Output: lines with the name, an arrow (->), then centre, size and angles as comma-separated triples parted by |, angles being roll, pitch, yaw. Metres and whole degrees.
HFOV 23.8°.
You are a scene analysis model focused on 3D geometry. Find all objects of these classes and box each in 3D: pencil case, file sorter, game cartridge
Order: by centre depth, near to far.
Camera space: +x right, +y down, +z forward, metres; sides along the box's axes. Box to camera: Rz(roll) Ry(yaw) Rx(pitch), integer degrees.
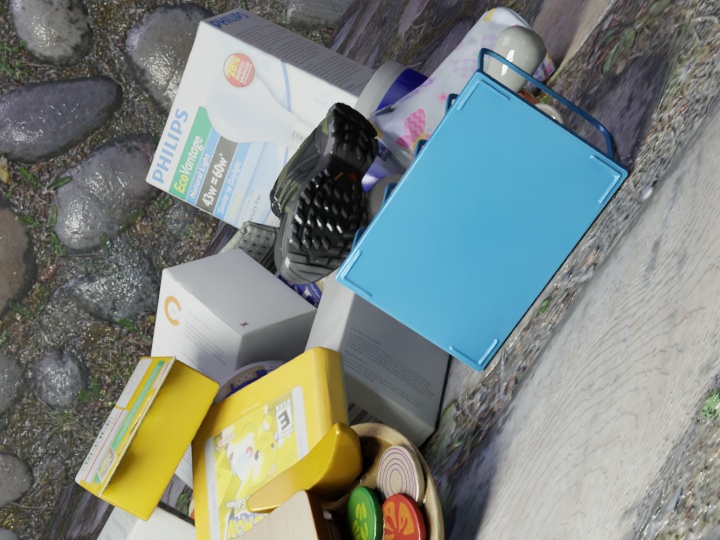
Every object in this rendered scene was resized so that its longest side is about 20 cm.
game cartridge -> -0.072, 0.183, 1.342 | 0.176, 0.032, 0.202 | -32, 52, 40
file sorter -> 0.095, -0.055, 1.353 | 0.201, 0.138, 0.123 | -55, 9, 21
pencil case -> 0.093, -0.164, 1.650 | 0.200, 0.091, 0.083 | -41, -26, -7

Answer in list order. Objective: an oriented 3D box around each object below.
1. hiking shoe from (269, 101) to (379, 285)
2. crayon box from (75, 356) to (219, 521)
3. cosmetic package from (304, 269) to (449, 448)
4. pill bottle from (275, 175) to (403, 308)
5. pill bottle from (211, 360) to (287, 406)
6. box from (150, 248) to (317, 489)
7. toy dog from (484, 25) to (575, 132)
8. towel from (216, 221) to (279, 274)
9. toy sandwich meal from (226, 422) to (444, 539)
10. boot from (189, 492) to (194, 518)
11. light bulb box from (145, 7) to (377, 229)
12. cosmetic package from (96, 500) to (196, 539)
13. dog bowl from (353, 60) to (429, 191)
hiking shoe -> -0.042, -0.054, 1.539 | 0.101, 0.075, 0.201 | -39, 24, 45
crayon box -> -0.178, 0.138, 1.420 | 0.126, 0.051, 0.200 | -62, 11, -10
cosmetic package -> 0.015, 0.068, 1.459 | 0.085, 0.107, 0.201 | -49, 14, 34
pill bottle -> 0.000, 0.000, 1.633 | 0.200, 0.119, 0.120 | -47, 16, 46
pill bottle -> -0.064, 0.172, 1.477 | 0.120, 0.119, 0.200 | -57, 24, 11
box -> -0.129, 0.102, 1.636 | 0.097, 0.124, 0.201 | -17, -49, -40
toy dog -> 0.126, -0.117, 1.502 | 0.096, 0.133, 0.200 | -13, -24, -46
towel -> -0.083, 0.028, 1.804 | 0.200, 0.191, 0.035 | -50, 38, 39
toy sandwich meal -> -0.024, 0.199, 1.198 | 0.204, 0.070, 0.207 | -24, 58, 46
boot -> -0.120, 0.233, 1.755 | 0.201, 0.075, 0.108 | -58, 17, 35
light bulb box -> -0.100, -0.154, 1.870 | 0.200, 0.199, 0.125 | -68, -11, 20
cosmetic package -> -0.173, 0.319, 1.482 | 0.201, 0.164, 0.165 | -61, 11, -9
dog bowl -> 0.027, -0.115, 1.810 | 0.201, 0.078, 0.200 | -62, -9, -16
